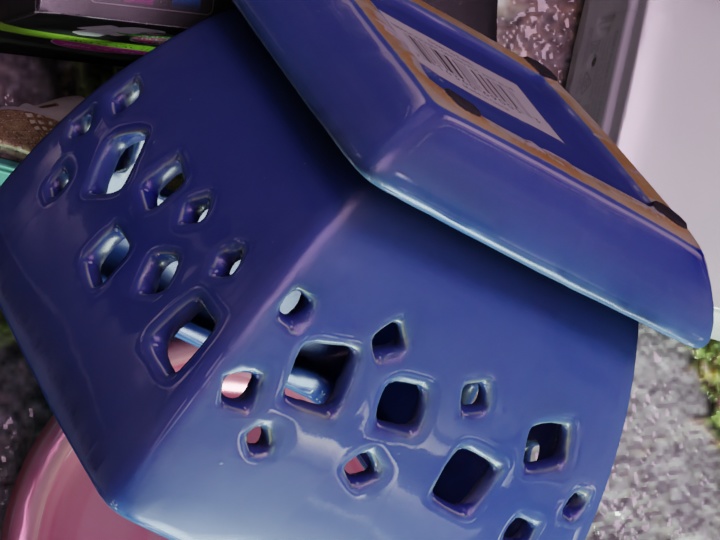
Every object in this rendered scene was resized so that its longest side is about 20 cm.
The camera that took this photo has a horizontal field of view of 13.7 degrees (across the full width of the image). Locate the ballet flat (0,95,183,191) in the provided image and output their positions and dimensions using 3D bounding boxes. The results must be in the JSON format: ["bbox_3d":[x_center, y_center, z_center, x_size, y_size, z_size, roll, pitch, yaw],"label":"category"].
[{"bbox_3d":[-0.108,-0.034,1.257,0.199,0.070,0.066,21,52,-25],"label":"ballet flat"}]

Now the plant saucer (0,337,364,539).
[{"bbox_3d":[-0.061,0.125,1.271,0.200,0.051,0.202,1,88,-24],"label":"plant saucer"}]

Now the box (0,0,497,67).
[{"bbox_3d":[-0.060,-0.147,1.228,0.199,0.148,0.125,4,87,-24],"label":"box"}]

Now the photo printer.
[{"bbox_3d":[0.187,-0.046,1.381,0.199,0.069,0.167,18,81,-23],"label":"photo printer"}]

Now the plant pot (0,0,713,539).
[{"bbox_3d":[0.000,0.000,1.121,0.200,0.200,0.180,26,108,-34],"label":"plant pot"}]
